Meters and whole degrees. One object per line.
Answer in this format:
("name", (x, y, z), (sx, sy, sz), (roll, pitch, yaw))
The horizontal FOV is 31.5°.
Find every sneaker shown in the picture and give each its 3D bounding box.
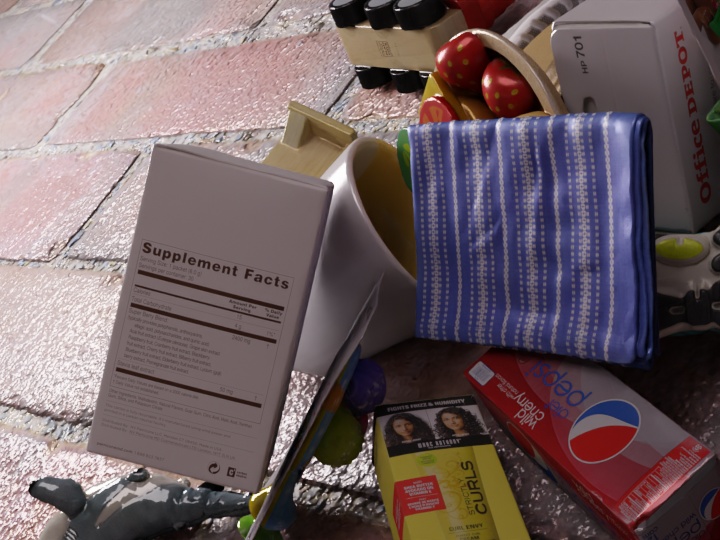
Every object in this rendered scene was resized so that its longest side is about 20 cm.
("sneaker", (0.225, 0.007, 0.791), (0.197, 0.079, 0.079), (-2, 84, 22))
("sneaker", (0.136, -0.192, 1.142), (0.199, 0.075, 0.082), (-39, 32, -1))

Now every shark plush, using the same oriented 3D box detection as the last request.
("shark plush", (-0.166, 0.205, 0.986), (0.196, 0.091, 0.084), (-9, 57, 6))

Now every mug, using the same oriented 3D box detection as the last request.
("mug", (0.000, 0.006, 0.997), (0.153, 0.185, 0.151), (-37, 61, 26))

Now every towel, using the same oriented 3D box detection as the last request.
("towel", (0.098, -0.020, 0.781), (0.024, 0.148, 0.198), (-8, 8, -40))

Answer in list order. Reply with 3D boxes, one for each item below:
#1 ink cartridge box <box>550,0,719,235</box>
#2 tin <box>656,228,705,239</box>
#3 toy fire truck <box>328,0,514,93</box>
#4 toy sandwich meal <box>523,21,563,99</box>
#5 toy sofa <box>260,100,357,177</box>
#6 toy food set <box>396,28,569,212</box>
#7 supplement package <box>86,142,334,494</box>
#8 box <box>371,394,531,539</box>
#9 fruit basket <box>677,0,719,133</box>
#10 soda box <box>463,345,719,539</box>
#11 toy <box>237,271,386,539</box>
("ink cartridge box", (0.230, -0.135, 0.853), (0.085, 0.148, 0.199), (10, 37, 46))
("tin", (0.187, -0.038, 0.931), (0.111, 0.042, 0.201), (-29, 32, 22))
("toy fire truck", (0.085, -0.286, 1.293), (0.199, 0.130, 0.175), (-38, 29, -23))
("toy sandwich meal", (0.144, -0.122, 1.025), (0.206, 0.070, 0.205), (-51, 10, 12))
("toy sofa", (-0.079, -0.049, 1.191), (0.082, 0.098, 0.201), (26, 65, 29))
("toy food set", (0.092, -0.064, 0.883), (0.048, 0.199, 0.202), (-18, 62, -21))
("supplement package", (-0.096, 0.026, 0.858), (0.121, 0.118, 0.203), (-81, 5, -85))
("box", (0.057, 0.157, 0.771), (0.074, 0.051, 0.201), (-5, 32, -7))
("fruit basket", (0.252, -0.162, 0.747), (0.093, 0.202, 0.185), (-2, 34, 47))
("soda box", (0.142, 0.104, 0.758), (0.063, 0.070, 0.200), (-39, 30, -5))
("toy", (-0.021, 0.111, 0.873), (0.201, 0.047, 0.115), (-58, 5, 21))
